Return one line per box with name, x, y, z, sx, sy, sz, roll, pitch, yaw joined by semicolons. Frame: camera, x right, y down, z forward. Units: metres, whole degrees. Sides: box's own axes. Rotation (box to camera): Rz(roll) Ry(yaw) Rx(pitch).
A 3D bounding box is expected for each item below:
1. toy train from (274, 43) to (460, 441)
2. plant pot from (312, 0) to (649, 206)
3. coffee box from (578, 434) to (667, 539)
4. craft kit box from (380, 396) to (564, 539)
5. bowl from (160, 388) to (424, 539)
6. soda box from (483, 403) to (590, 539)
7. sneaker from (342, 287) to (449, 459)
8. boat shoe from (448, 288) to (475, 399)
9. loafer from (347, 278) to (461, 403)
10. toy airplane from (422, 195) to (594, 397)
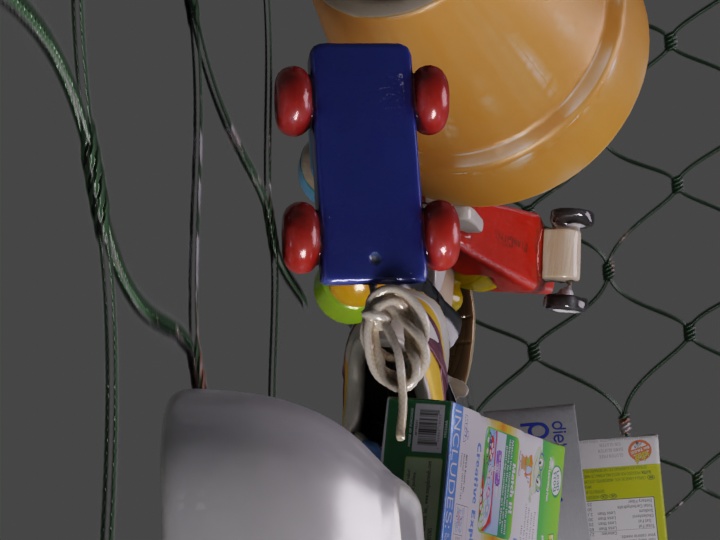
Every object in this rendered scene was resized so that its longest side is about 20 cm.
toy train;0.000;0.000;1.084;0.116;0.084;0.201;111;-24;-70
plant pot;0.055;-0.165;1.322;0.183;0.199;0.201;44;38;-59
coffee box;0.143;0.263;1.719;0.200;0.199;0.199;75;11;-61
craft kit box;0.059;0.182;1.229;0.197;0.048;0.201;26;68;-62
bowl;-0.013;0.140;0.751;0.200;0.074;0.201;63;21;-79
soda box;0.124;0.190;1.499;0.064;0.068;0.201;81;6;-50
sneaker;0.023;0.116;1.283;0.090;0.075;0.201;-46;127;-70
boat shoe;0.048;0.007;1.634;0.065;0.071;0.201;62;22;-76
loafer;0.027;0.028;1.363;0.068;0.070;0.201;-90;173;-51
toy airplane;0.054;-0.021;1.483;0.200;0.141;0.200;-50;128;-41
